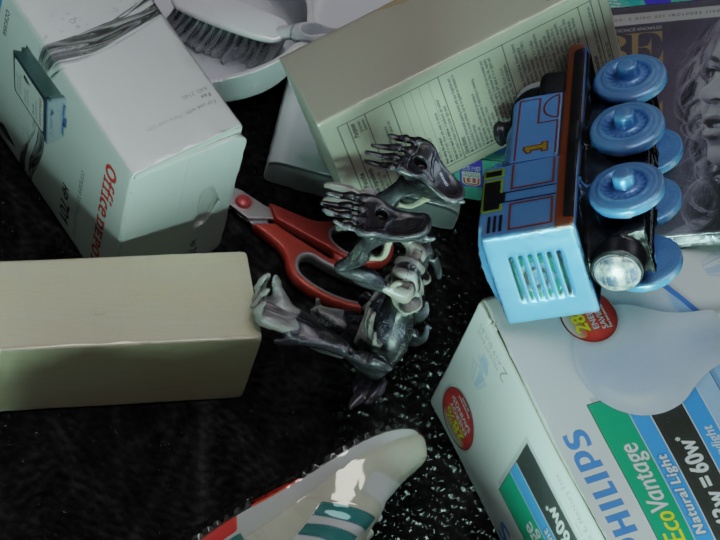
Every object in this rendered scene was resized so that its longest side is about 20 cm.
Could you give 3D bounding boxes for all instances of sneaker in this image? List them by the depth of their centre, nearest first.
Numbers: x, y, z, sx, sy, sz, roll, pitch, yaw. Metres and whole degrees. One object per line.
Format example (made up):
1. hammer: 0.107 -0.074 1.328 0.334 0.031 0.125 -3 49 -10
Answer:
1. sneaker: -0.030 0.167 1.403 0.200 0.070 0.094 -28 89 -32

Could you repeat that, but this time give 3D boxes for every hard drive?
1. hard drive: 0.017 -0.130 1.621 0.132 0.027 0.200 15 56 -4

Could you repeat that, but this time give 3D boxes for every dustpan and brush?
1. dustpan and brush: -0.060 -0.157 1.575 0.200 0.057 0.140 19 56 11

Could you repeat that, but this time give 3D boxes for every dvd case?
1. dvd case: 0.209 -0.097 1.512 0.148 0.016 0.200 -4 51 12

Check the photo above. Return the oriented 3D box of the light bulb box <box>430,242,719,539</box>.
1. light bulb box: 0.182 0.104 1.452 0.200 0.125 0.199 -15 62 -23

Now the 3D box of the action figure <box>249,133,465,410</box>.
1. action figure: 0.000 0.000 1.430 0.102 0.200 0.119 25 55 8

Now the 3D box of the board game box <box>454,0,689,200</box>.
1. board game box: 0.154 -0.128 1.592 0.152 0.045 0.200 8 53 11

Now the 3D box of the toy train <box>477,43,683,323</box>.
1. toy train: 0.132 -0.057 1.423 0.114 0.087 0.200 -7 40 14

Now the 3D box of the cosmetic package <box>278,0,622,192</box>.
1. cosmetic package: 0.061 -0.126 1.505 0.200 0.104 0.073 -25 50 -3

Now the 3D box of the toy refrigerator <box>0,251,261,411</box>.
1. toy refrigerator: -0.168 0.035 1.437 0.199 0.076 0.070 -3 59 -16

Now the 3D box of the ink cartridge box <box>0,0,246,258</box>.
1. ink cartridge box: -0.166 -0.108 1.486 0.086 0.147 0.200 -24 66 -25

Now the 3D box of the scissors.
1. scissors: -0.069 -0.033 1.543 0.200 0.014 0.073 24 57 0
